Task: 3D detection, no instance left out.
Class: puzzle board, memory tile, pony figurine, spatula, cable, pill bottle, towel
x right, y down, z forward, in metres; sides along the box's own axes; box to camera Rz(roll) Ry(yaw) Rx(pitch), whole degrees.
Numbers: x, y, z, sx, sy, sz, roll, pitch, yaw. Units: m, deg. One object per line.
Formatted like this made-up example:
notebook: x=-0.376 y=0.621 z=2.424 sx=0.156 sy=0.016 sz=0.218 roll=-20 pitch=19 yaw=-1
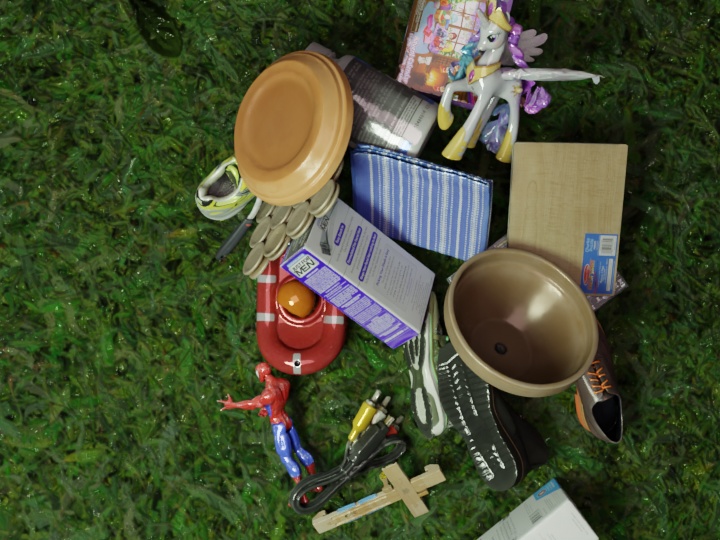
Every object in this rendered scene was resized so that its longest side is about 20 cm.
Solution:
puzzle board: x=0.269 y=-0.067 z=1.144 sx=0.148 sy=0.017 sz=0.204 roll=1 pitch=103 yaw=-1
memory tile: x=-0.086 y=-0.086 z=1.145 sx=0.017 sy=0.155 sz=0.199 roll=33 pitch=130 yaw=-25
pony figurine: x=0.190 y=-0.244 z=1.120 sx=0.166 sy=0.191 sz=0.203 roll=43 pitch=124 yaw=43
spatula: x=-0.149 y=-0.088 z=1.202 sx=0.021 sy=0.056 sz=0.201 roll=48 pitch=115 yaw=25
cable: x=-0.013 y=0.263 z=1.201 sx=0.200 sy=0.050 sz=0.097 roll=-44 pitch=122 yaw=-5
pill bottle: x=0.001 y=-0.221 z=1.181 sx=0.198 sy=0.114 sz=0.115 roll=30 pitch=91 yaw=2
towel: x=0.077 y=-0.085 z=1.154 sx=0.197 sy=0.146 sz=0.024 roll=18 pitch=47 yaw=20

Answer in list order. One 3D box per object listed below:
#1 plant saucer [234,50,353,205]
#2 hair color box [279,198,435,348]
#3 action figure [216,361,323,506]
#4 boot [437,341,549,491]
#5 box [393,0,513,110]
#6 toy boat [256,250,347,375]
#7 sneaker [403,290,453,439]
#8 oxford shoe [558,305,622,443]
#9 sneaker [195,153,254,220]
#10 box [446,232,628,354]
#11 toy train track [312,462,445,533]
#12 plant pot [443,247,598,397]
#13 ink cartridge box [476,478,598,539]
plant saucer: x=-0.095 y=-0.186 z=1.106 sx=0.198 sy=0.037 sz=0.204 roll=-8 pitch=77 yaw=37
hair color box: x=0.000 y=0.000 z=1.148 sx=0.199 sy=0.110 sz=0.065 roll=38 pitch=136 yaw=-20
action figure: x=-0.127 y=0.225 z=1.209 sx=0.098 sy=0.065 sz=0.203 roll=-8 pitch=102 yaw=30
boot: x=0.182 y=0.189 z=1.178 sx=0.077 sy=0.137 sz=0.203 roll=-26 pitch=75 yaw=31
box: x=0.134 y=-0.338 z=1.211 sx=0.135 sy=0.039 sz=0.203 roll=14 pitch=91 yaw=3
toy boat: x=-0.083 y=0.041 z=1.177 sx=0.128 sy=0.131 sz=0.204 roll=1 pitch=90 yaw=4
sneaker: x=0.114 y=0.128 z=1.208 sx=0.087 sy=0.077 sz=0.204 roll=-4 pitch=90 yaw=-24
oxford shoe: x=0.315 y=0.135 z=1.156 sx=0.070 sy=0.073 sz=0.203 roll=-22 pitch=106 yaw=-4
sneaker: x=-0.145 y=-0.142 z=1.209 sx=0.200 sy=0.076 sz=0.076 roll=-42 pitch=86 yaw=0
box: x=0.242 y=0.017 z=1.198 sx=0.199 sy=0.050 sz=0.159 roll=-37 pitch=87 yaw=2
toy train track: x=0.024 y=0.314 z=1.215 sx=0.198 sy=0.033 sz=0.115 roll=-25 pitch=124 yaw=8
plant pot: x=0.192 y=0.079 z=1.102 sx=0.197 sy=0.093 sz=0.204 roll=8 pitch=56 yaw=-12
ink cartridge box: x=0.213 y=0.380 z=1.166 sx=0.199 sy=0.116 sz=0.067 roll=-40 pitch=89 yaw=3
